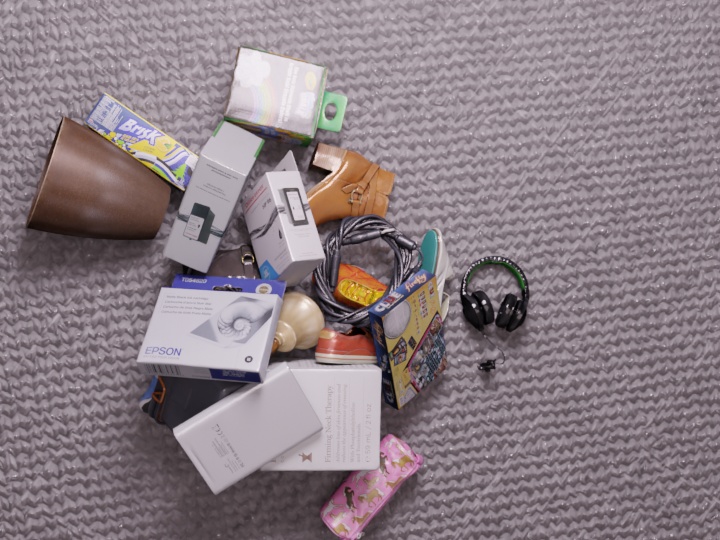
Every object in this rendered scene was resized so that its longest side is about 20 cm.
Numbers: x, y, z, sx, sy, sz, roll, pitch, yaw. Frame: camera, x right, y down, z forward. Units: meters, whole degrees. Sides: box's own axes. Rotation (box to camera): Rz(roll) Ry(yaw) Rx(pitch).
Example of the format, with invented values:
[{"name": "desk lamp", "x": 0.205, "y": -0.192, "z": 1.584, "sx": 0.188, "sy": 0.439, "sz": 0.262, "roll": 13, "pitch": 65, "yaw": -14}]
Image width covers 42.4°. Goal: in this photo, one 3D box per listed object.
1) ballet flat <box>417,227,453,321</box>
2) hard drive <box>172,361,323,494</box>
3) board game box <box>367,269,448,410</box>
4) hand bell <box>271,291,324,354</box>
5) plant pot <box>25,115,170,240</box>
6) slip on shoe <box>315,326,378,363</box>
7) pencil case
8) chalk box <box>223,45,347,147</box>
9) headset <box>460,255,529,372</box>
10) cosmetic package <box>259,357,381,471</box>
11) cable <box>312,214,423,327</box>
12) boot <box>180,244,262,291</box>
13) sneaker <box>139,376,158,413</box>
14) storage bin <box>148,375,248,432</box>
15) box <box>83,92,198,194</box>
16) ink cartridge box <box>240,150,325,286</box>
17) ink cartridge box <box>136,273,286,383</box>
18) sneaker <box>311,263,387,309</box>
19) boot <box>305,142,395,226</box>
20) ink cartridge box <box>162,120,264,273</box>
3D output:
[{"name": "ballet flat", "x": 0.131, "y": 0.027, "z": 1.653, "sx": 0.068, "sy": 0.069, "sz": 0.203, "roll": 9, "pitch": 94, "yaw": -8}, {"name": "hard drive", "x": -0.171, "y": 0.245, "z": 1.439, "sx": 0.198, "sy": 0.026, "sz": 0.133, "roll": -31, "pitch": 117, "yaw": -6}, {"name": "board game box", "x": 0.084, "y": 0.117, "z": 1.566, "sx": 0.135, "sy": 0.034, "sz": 0.202, "roll": -35, "pitch": 131, "yaw": -32}, {"name": "hand bell", "x": -0.144, "y": 0.121, "z": 1.491, "sx": 0.103, "sy": 0.200, "sz": 0.106, "roll": 9, "pitch": 115, "yaw": 21}, {"name": "plant pot", "x": -0.420, "y": -0.128, "z": 1.522, "sx": 0.198, "sy": 0.187, "sz": 0.190, "roll": 19, "pitch": 88, "yaw": -22}, {"name": "slip on shoe", "x": 0.005, "y": 0.126, "z": 1.589, "sx": 0.198, "sy": 0.074, "sz": 0.062, "roll": 4, "pitch": 88, "yaw": -43}, {"name": "pencil case", "x": 0.019, "y": 0.380, "z": 1.627, "sx": 0.086, "sy": 0.083, "sz": 0.200, "roll": 42, "pitch": 85, "yaw": -6}, {"name": "chalk box", "x": -0.124, "y": -0.287, "z": 1.576, "sx": 0.197, "sy": 0.124, "sz": 0.126, "roll": 13, "pitch": 88, "yaw": -9}, {"name": "headset", "x": 0.237, "y": 0.078, "z": 1.671, "sx": 0.121, "sy": 0.094, "sz": 0.203, "roll": 5, "pitch": 75, "yaw": -4}, {"name": "cosmetic package", "x": -0.073, "y": 0.239, "z": 1.569, "sx": 0.197, "sy": 0.166, "sz": 0.170, "roll": 1, "pitch": 91, "yaw": -7}, {"name": "cable", "x": 0.000, "y": 0.000, "z": 1.561, "sx": 0.163, "sy": 0.051, "sz": 0.200, "roll": 40, "pitch": 78, "yaw": 5}, {"name": "boot", "x": -0.215, "y": 0.029, "z": 1.567, "sx": 0.171, "sy": 0.070, "sz": 0.203, "roll": 0, "pitch": 61, "yaw": -7}, {"name": "sneaker", "x": -0.313, "y": 0.155, "z": 1.590, "sx": 0.077, "sy": 0.076, "sz": 0.201, "roll": 37, "pitch": 84, "yaw": 13}, {"name": "storage bin", "x": -0.250, "y": 0.203, "z": 1.501, "sx": 0.144, "sy": 0.134, "sz": 0.202, "roll": -5, "pitch": 128, "yaw": -43}, {"name": "box", "x": -0.362, "y": -0.212, "z": 1.568, "sx": 0.199, "sy": 0.070, "sz": 0.065, "roll": 35, "pitch": 85, "yaw": -7}, {"name": "ink cartridge box", "x": -0.137, "y": -0.085, "z": 1.547, "sx": 0.067, "sy": 0.116, "sz": 0.203, "roll": -6, "pitch": 69, "yaw": -34}, {"name": "ink cartridge box", "x": -0.226, "y": 0.076, "z": 1.446, "sx": 0.196, "sy": 0.041, "sz": 0.202, "roll": 3, "pitch": 50, "yaw": 8}, {"name": "sneaker", "x": 0.008, "y": 0.037, "z": 1.617, "sx": 0.198, "sy": 0.077, "sz": 0.074, "roll": 21, "pitch": 89, "yaw": 6}, {"name": "boot", "x": -0.034, "y": -0.109, "z": 1.624, "sx": 0.153, "sy": 0.077, "sz": 0.203, "roll": 20, "pitch": 81, "yaw": -12}, {"name": "ink cartridge box", "x": -0.239, "y": -0.119, "z": 1.513, "sx": 0.082, "sy": 0.147, "sz": 0.201, "roll": 24, "pitch": 120, "yaw": -7}]
